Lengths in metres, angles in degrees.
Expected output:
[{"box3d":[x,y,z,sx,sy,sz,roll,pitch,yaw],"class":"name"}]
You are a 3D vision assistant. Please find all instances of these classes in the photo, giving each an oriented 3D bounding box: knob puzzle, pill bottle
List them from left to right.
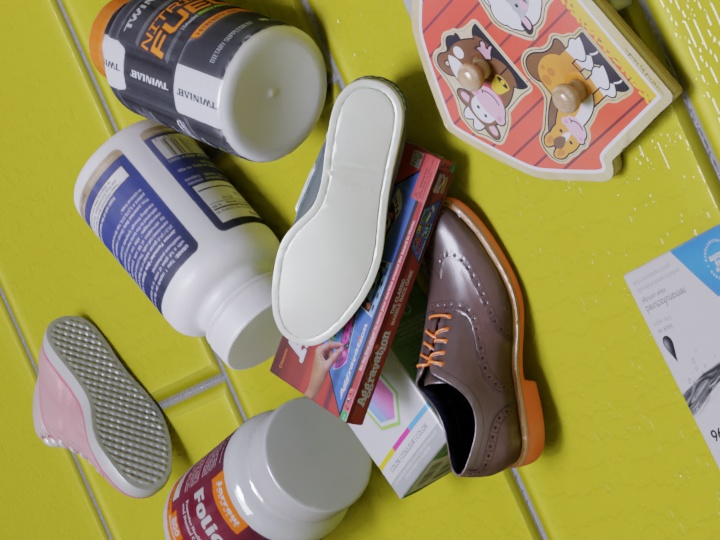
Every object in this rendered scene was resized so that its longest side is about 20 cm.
[{"box3d":[-0.132,-0.018,1.884,0.200,0.111,0.111,49,142,25],"class":"pill bottle"},{"box3d":[-0.125,-0.157,1.798,0.200,0.106,0.107,23,127,45],"class":"pill bottle"},{"box3d":[-0.075,0.181,1.920,0.115,0.114,0.200,60,146,9],"class":"pill bottle"},{"box3d":[0.097,-0.133,1.542,0.219,0.030,0.220,31,142,28],"class":"knob puzzle"}]

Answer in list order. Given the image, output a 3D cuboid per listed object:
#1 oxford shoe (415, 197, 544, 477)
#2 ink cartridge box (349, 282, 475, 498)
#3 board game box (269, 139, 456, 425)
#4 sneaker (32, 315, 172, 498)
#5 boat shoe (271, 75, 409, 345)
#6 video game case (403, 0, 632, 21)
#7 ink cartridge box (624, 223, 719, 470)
[{"box3d":[0.073,0.048,1.672,0.071,0.072,0.201,-17,89,56],"class":"oxford shoe"},{"box3d":[0.014,0.060,1.777,0.200,0.059,0.104,55,144,16],"class":"ink cartridge box"},{"box3d":[0.000,0.000,1.705,0.103,0.019,0.201,30,103,51],"class":"board game box"},{"box3d":[-0.240,0.147,2.157,0.201,0.075,0.105,55,141,29],"class":"sneaker"},{"box3d":[-0.010,-0.043,1.684,0.072,0.062,0.201,17,104,4],"class":"boat shoe"},{"box3d":[0.079,-0.227,1.554,0.200,0.023,0.183,-23,91,56],"class":"video game case"},{"box3d":[0.258,0.065,1.441,0.116,0.068,0.201,-33,82,56],"class":"ink cartridge box"}]
